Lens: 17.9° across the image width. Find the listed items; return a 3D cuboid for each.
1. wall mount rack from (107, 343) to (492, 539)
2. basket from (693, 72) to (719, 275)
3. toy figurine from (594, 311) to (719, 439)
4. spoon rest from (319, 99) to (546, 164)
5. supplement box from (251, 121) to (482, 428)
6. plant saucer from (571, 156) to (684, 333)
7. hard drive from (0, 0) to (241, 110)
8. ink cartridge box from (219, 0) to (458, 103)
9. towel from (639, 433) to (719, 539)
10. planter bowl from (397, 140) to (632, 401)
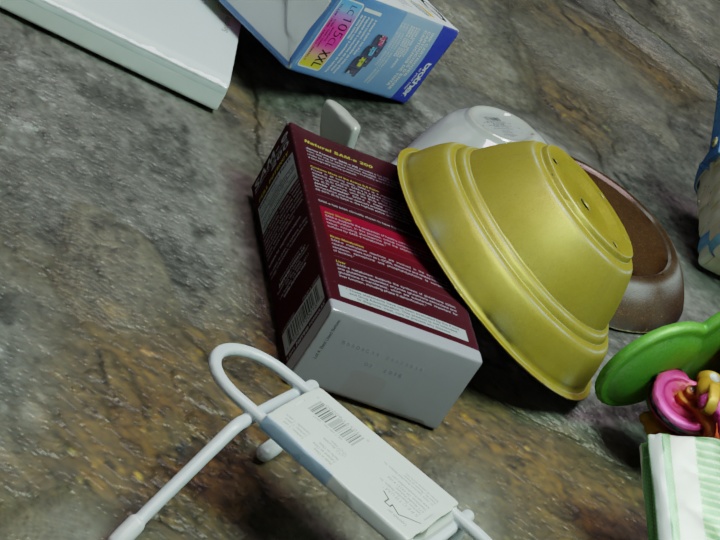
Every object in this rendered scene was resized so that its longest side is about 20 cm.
[{"bbox_3d":[-0.028,0.131,1.182,0.200,0.075,0.174,39,25,14],"label":"wall mount rack"},{"bbox_3d":[0.343,-0.073,1.768,0.176,0.139,0.201,27,59,-9],"label":"basket"},{"bbox_3d":[0.268,0.123,1.435,0.199,0.150,0.185,-4,53,-36],"label":"toy figurine"},{"bbox_3d":[0.053,-0.080,1.594,0.199,0.061,0.099,2,32,-37],"label":"spoon rest"},{"bbox_3d":[0.000,0.000,1.421,0.108,0.061,0.200,20,31,-23],"label":"supplement box"},{"bbox_3d":[0.157,-0.032,1.660,0.199,0.032,0.201,25,28,-14],"label":"plant saucer"},{"bbox_3d":[-0.179,-0.191,1.585,0.199,0.027,0.132,26,29,-12],"label":"hard drive"},{"bbox_3d":[-0.020,-0.199,1.678,0.136,0.076,0.200,47,20,26],"label":"ink cartridge box"},{"bbox_3d":[0.262,0.172,1.340,0.199,0.023,0.153,6,63,-17],"label":"towel"},{"bbox_3d":[0.117,-0.022,1.472,0.200,0.083,0.201,46,18,-20],"label":"planter bowl"}]
